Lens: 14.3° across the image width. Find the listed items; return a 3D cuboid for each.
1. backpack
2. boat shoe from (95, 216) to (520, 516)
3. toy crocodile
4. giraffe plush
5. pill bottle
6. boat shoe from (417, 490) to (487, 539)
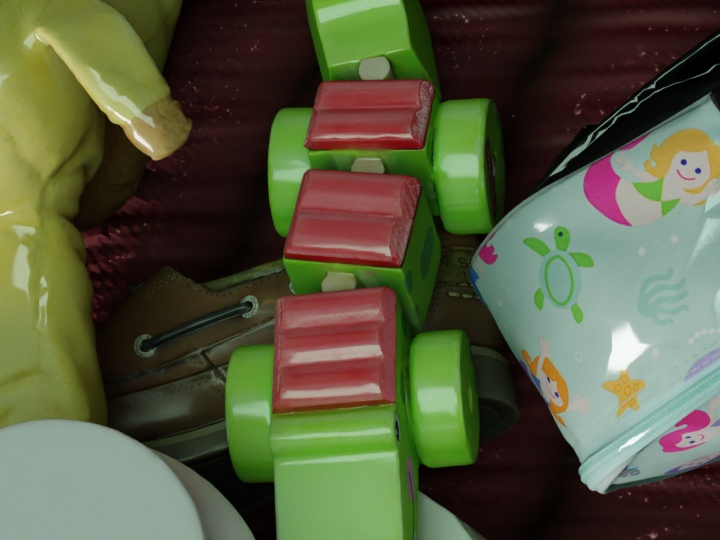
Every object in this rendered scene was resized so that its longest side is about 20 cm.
[{"bbox_3d":[0.136,-0.010,0.767,0.199,0.177,0.151,-28,81,17],"label":"backpack"},{"bbox_3d":[-0.051,0.037,0.872,0.199,0.072,0.068,-14,67,9],"label":"boat shoe"},{"bbox_3d":[0.000,0.000,0.799,0.067,0.062,0.201,-1,59,13],"label":"toy crocodile"},{"bbox_3d":[-0.113,-0.051,0.839,0.172,0.162,0.201,29,117,2],"label":"giraffe plush"},{"bbox_3d":[-0.074,0.115,0.777,0.109,0.200,0.110,0,63,0],"label":"pill bottle"},{"bbox_3d":[0.047,0.120,0.775,0.201,0.072,0.060,34,85,41],"label":"boat shoe"}]
